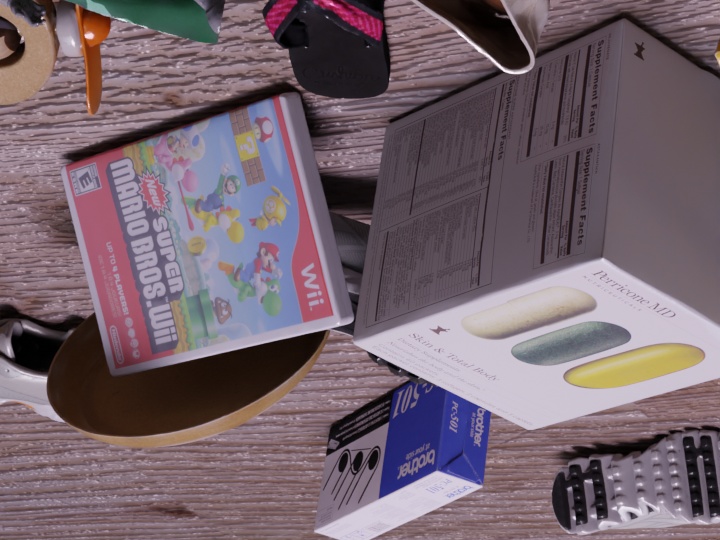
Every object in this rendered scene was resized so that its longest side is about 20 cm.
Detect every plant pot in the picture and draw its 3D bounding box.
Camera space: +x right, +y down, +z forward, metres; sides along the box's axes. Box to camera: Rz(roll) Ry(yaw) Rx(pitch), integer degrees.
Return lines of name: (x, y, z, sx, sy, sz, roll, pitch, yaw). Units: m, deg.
plant pot: (-0.110, 0.057, 1.391, 0.200, 0.200, 0.028, -3, 124, 22)

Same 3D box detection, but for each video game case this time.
video game case: (-0.100, -0.019, 1.305, 0.200, 0.143, 0.017, -14, 180, 38)

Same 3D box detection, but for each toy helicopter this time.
toy helicopter: (-0.187, -0.157, 1.116, 0.132, 0.079, 0.200, 19, 140, -7)

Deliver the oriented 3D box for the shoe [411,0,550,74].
shoe: (0.042, -0.167, 1.041, 0.070, 0.053, 0.200, -8, 149, 31)

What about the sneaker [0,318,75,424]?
sneaker: (-0.289, 0.068, 1.619, 0.199, 0.076, 0.092, -2, 146, 5)

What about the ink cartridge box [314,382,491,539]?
ink cartridge box: (0.033, 0.145, 1.634, 0.044, 0.094, 0.200, 20, 152, -22)

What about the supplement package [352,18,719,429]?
supplement package: (0.124, -0.019, 1.206, 0.152, 0.151, 0.200, 27, 149, -33)

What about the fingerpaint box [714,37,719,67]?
fingerpaint box: (0.296, -0.064, 1.075, 0.167, 0.073, 0.200, -9, 125, 31)

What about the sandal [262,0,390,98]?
sandal: (-0.018, -0.136, 1.131, 0.075, 0.045, 0.200, 3, 154, 11)

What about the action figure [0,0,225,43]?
action figure: (-0.163, -0.166, 1.043, 0.199, 0.055, 0.118, 9, 135, -5)

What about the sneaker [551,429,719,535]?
sneaker: (0.253, 0.172, 1.663, 0.200, 0.075, 0.081, -10, 162, 38)

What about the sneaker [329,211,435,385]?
sneaker: (0.000, 0.000, 1.337, 0.200, 0.079, 0.074, 30, 144, 25)
